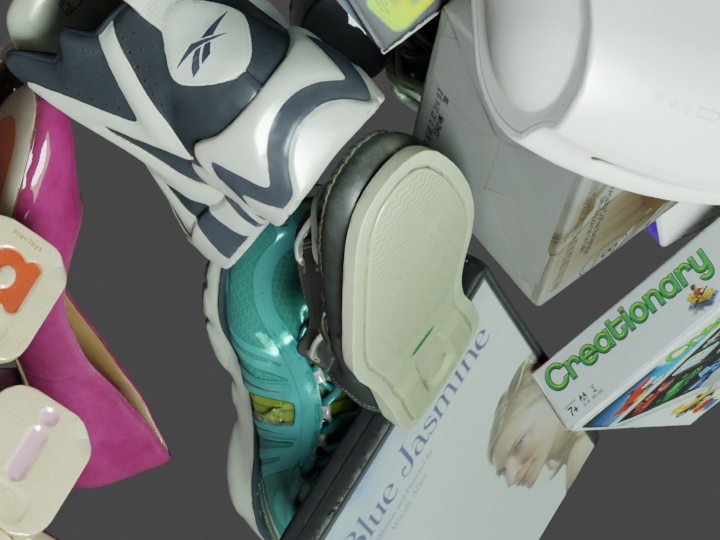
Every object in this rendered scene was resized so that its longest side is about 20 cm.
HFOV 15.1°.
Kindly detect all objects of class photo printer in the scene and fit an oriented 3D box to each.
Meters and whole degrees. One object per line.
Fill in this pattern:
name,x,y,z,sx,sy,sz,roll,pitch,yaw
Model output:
photo printer,0.107,-0.122,0.847,0.165,0.069,0.202,3,80,-36

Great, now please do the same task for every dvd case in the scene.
dvd case,0.039,0.093,1.162,0.143,0.017,0.200,-57,151,-11

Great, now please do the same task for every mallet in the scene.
mallet,0.010,-0.165,1.001,0.041,0.066,0.201,10,117,-8

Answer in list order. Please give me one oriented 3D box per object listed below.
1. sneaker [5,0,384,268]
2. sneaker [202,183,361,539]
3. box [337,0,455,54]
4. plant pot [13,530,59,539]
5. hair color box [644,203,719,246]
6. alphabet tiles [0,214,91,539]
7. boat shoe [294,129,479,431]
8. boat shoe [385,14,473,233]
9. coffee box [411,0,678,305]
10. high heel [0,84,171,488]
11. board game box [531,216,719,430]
sneaker,-0.069,-0.072,0.977,0.129,0.199,0.080,42,86,-4
sneaker,-0.015,0.052,1.133,0.077,0.080,0.201,-18,128,-16
box,-0.042,-0.169,0.870,0.035,0.110,0.200,-36,136,-2
plant pot,-0.169,0.166,1.008,0.199,0.179,0.202,6,75,-23
hair color box,0.143,-0.120,1.107,0.109,0.065,0.201,-25,132,-14
alphabet tiles,-0.196,0.044,0.925,0.199,0.015,0.196,33,67,-6
boat shoe,0.000,0.000,0.985,0.072,0.067,0.200,-50,165,-14
boat shoe,0.043,-0.091,1.063,0.067,0.074,0.200,4,143,-6
coffee box,0.121,-0.091,0.968,0.199,0.080,0.115,-36,165,-18
high heel,-0.107,0.006,1.057,0.095,0.068,0.201,0,137,-17
board game box,0.180,-0.002,1.168,0.200,0.035,0.126,-41,159,23
